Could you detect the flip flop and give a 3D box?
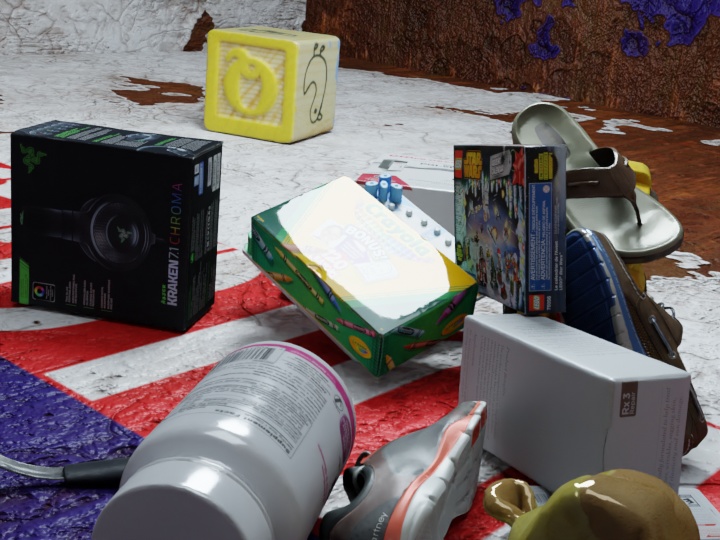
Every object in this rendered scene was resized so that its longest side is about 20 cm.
[{"bbox_3d":[0.200,-0.084,0.927,0.081,0.058,0.200,-26,59,-11],"label":"flip flop"}]

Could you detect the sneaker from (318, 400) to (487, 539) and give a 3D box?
[{"bbox_3d":[0.032,0.134,0.723,0.082,0.077,0.200,10,18,20],"label":"sneaker"}]

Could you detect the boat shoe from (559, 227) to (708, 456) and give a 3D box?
[{"bbox_3d":[0.221,0.057,0.872,0.072,0.201,0.072,-11,-12,-28],"label":"boat shoe"}]

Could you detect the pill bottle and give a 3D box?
[{"bbox_3d":[-0.077,0.127,0.649,0.113,0.114,0.200,9,18,11],"label":"pill bottle"}]

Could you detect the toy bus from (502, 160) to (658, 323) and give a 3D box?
[{"bbox_3d":[0.204,0.014,0.979,0.135,0.201,0.192,6,25,5],"label":"toy bus"}]

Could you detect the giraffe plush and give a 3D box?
[{"bbox_3d":[0.118,0.167,0.534,0.199,0.173,0.162,-23,3,28],"label":"giraffe plush"}]

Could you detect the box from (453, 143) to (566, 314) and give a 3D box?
[{"bbox_3d":[0.129,-0.044,0.951,0.040,0.138,0.200,-2,7,-11],"label":"box"}]

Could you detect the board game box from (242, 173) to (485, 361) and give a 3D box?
[{"bbox_3d":[0.014,-0.013,1.090,0.199,0.026,0.200,-26,51,-31],"label":"board game box"}]

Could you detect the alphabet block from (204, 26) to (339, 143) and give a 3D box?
[{"bbox_3d":[-0.169,-0.363,2.057,0.195,0.196,0.200,10,19,20],"label":"alphabet block"}]

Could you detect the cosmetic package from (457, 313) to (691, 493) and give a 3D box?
[{"bbox_3d":[0.149,0.100,0.789,0.074,0.102,0.200,-2,12,-25],"label":"cosmetic package"}]

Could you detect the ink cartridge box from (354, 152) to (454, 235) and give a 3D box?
[{"bbox_3d":[0.077,-0.099,1.469,0.146,0.083,0.200,7,18,9],"label":"ink cartridge box"}]

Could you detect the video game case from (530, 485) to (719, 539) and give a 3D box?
[{"bbox_3d":[0.192,0.194,0.680,0.142,0.018,0.200,3,17,-10],"label":"video game case"}]

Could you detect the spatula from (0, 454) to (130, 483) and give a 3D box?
[{"bbox_3d":[-0.219,0.135,0.732,0.199,0.021,0.057,4,30,-14],"label":"spatula"}]

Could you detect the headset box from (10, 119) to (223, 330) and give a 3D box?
[{"bbox_3d":[-0.247,-0.049,1.056,0.199,0.175,0.093,9,17,10],"label":"headset box"}]

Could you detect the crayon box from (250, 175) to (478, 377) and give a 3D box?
[{"bbox_3d":[0.000,0.000,1.010,0.118,0.058,0.200,-27,51,-31],"label":"crayon box"}]
